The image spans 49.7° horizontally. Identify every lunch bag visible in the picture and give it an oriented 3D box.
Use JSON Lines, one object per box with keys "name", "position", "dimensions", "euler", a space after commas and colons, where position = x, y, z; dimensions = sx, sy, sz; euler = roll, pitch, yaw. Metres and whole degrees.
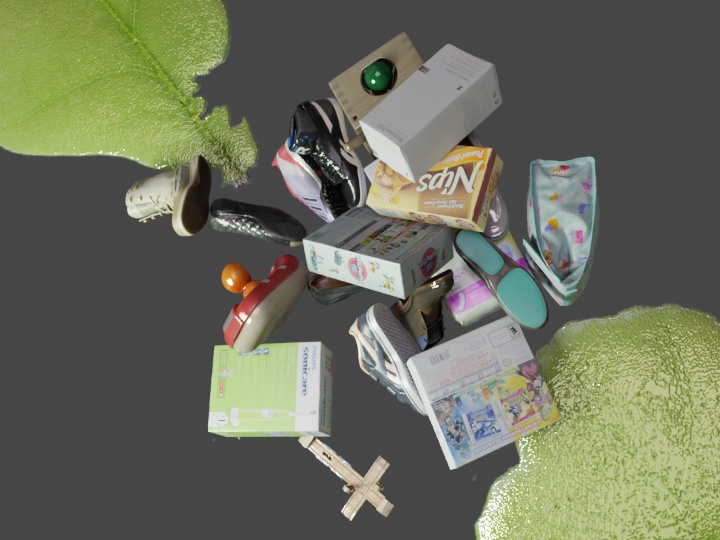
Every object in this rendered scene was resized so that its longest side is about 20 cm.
{"name": "lunch bag", "position": [0.316, -0.053, 1.226], "dimensions": [0.119, 0.170, 0.206], "euler": [-2, 77, 11]}

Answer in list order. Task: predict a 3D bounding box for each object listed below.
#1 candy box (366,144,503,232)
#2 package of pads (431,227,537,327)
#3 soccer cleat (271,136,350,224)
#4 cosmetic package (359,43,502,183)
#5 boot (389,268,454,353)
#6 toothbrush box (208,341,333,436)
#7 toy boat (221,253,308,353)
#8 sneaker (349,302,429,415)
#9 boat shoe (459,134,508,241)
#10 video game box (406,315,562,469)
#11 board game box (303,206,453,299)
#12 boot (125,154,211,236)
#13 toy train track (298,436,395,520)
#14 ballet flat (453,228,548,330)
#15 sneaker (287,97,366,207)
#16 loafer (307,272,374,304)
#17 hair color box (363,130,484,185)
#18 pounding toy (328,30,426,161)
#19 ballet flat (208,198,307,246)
{"name": "candy box", "position": [0.114, -0.137, 1.225], "dimensions": [0.196, 0.055, 0.118], "euler": [12, 80, 34]}
{"name": "package of pads", "position": [0.185, -0.024, 1.308], "dimensions": [0.152, 0.068, 0.203], "euler": [-27, 75, 6]}
{"name": "soccer cleat", "position": [-0.087, -0.144, 1.402], "dimensions": [0.073, 0.068, 0.202], "euler": [-40, 78, 29]}
{"name": "cosmetic package", "position": [0.109, -0.244, 1.199], "dimensions": [0.199, 0.082, 0.112], "euler": [-42, 48, -12]}
{"name": "boot", "position": [0.120, 0.068, 1.257], "dimensions": [0.074, 0.200, 0.098], "euler": [-27, 83, -23]}
{"name": "toothbrush box", "position": [-0.151, 0.206, 1.332], "dimensions": [0.195, 0.086, 0.149], "euler": [-4, 72, 14]}
{"name": "toy boat", "position": [-0.179, 0.035, 1.319], "dimensions": [0.130, 0.200, 0.131], "euler": [38, 127, 5]}
{"name": "sneaker", "position": [0.055, 0.158, 1.304], "dimensions": [0.079, 0.078, 0.203], "euler": [-34, 84, 33]}
{"name": "boat shoe", "position": [0.185, -0.146, 1.260], "dimensions": [0.069, 0.070, 0.204], "euler": [-19, 74, 4]}
{"name": "video game box", "position": [0.197, 0.192, 1.248], "dimensions": [0.196, 0.047, 0.186], "euler": [-20, 74, -12]}
{"name": "board game box", "position": [0.029, -0.035, 1.251], "dimensions": [0.197, 0.147, 0.066], "euler": [14, 125, 37]}
{"name": "boot", "position": [-0.356, -0.119, 1.418], "dimensions": [0.151, 0.073, 0.203], "euler": [-16, 41, 12]}
{"name": "toy train track", "position": [-0.027, 0.341, 1.313], "dimensions": [0.198, 0.033, 0.116], "euler": [36, 90, 17]}
{"name": "ballet flat", "position": [0.224, 0.010, 1.222], "dimensions": [0.068, 0.068, 0.201], "euler": [-38, 76, 2]}
{"name": "sneaker", "position": [-0.068, -0.197, 1.361], "dimensions": [0.110, 0.073, 0.204], "euler": [-15, 82, -30]}
{"name": "loafer", "position": [0.000, 0.000, 1.344], "dimensions": [0.197, 0.072, 0.074], "euler": [-29, 74, 6]}
{"name": "hair color box", "position": [0.117, -0.180, 1.353], "dimensions": [0.198, 0.065, 0.111], "euler": [-34, 76, 7]}
{"name": "pounding toy", "position": [0.043, -0.274, 1.313], "dimensions": [0.182, 0.200, 0.144], "euler": [-32, 73, 6]}
{"name": "ballet flat", "position": [-0.186, -0.083, 1.424], "dimensions": [0.196, 0.058, 0.067], "euler": [17, 49, 12]}
